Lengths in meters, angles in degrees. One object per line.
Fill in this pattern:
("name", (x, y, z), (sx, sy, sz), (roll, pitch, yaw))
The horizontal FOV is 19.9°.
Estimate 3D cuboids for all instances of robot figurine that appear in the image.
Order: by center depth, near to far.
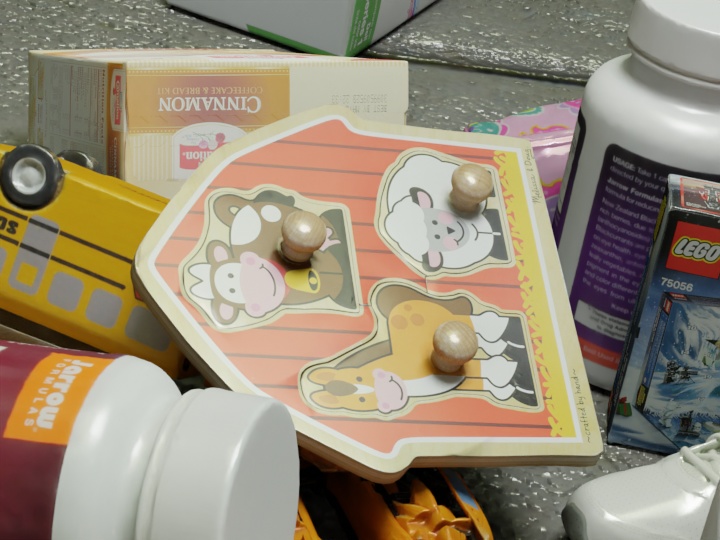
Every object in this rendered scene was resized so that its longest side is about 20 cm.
("robot figurine", (-0.013, 0.100, 0.886), (0.144, 0.058, 0.200), (0, 30, -21))

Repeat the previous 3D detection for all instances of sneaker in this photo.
("sneaker", (0.183, 0.093, 0.950), (0.199, 0.081, 0.070), (-5, 33, -25))

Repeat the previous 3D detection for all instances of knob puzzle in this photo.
("knob puzzle", (0.000, 0.000, 0.899), (0.218, 0.031, 0.220), (9, 53, -12))

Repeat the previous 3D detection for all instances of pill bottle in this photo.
("pill bottle", (-0.131, 0.084, 0.781), (0.199, 0.115, 0.114), (6, 26, 15))
("pill bottle", (0.161, -0.044, 1.064), (0.111, 0.201, 0.112), (8, 28, -5))

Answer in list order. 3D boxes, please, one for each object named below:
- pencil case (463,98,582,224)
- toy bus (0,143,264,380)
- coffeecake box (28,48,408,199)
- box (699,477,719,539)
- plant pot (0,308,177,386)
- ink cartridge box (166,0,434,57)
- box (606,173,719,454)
("pencil case", (0.159, -0.068, 1.161), (0.199, 0.088, 0.088), (-14, 27, 8))
("toy bus", (-0.119, -0.007, 0.963), (0.199, 0.079, 0.065), (22, 5, 11))
("coffeecake box", (-0.083, -0.082, 1.111), (0.153, 0.073, 0.200), (-2, 8, -23))
("box", (0.156, 0.182, 0.724), (0.097, 0.125, 0.200), (14, 29, 5))
("plant pot", (-0.179, 0.026, 0.914), (0.199, 0.028, 0.200), (23, -3, 1))
("ink cartridge box", (-0.026, -0.233, 1.471), (0.144, 0.084, 0.200), (21, 30, 18))
("box", (0.231, 0.039, 1.003), (0.199, 0.137, 0.040), (12, 30, 1))
